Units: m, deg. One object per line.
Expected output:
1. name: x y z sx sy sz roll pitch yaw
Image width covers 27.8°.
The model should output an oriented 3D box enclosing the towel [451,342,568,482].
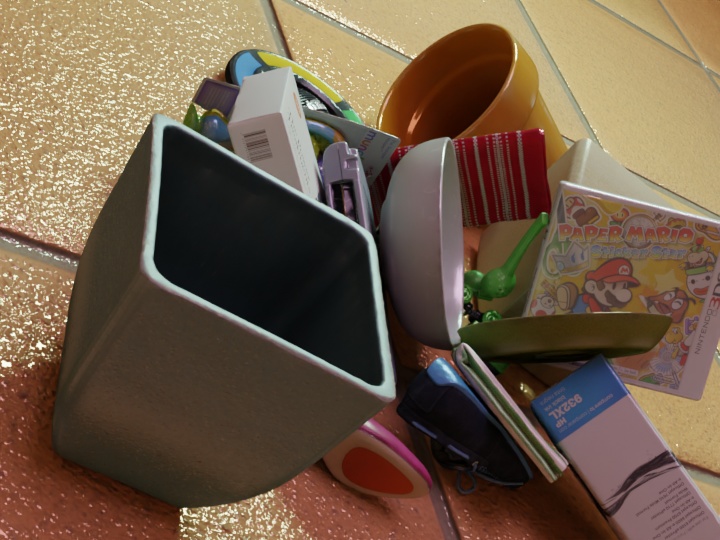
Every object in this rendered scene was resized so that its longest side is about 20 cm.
1. towel: 0.139 0.132 1.345 0.153 0.023 0.200 50 2 10

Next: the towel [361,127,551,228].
1. towel: 0.093 -0.083 1.473 0.145 0.199 0.023 76 7 -56

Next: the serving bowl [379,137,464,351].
1. serving bowl: 0.056 -0.024 1.369 0.065 0.201 0.200 -1 27 10

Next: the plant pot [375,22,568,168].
1. plant pot: 0.151 -0.157 1.724 0.183 0.200 0.201 43 22 -34

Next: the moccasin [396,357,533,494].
1. moccasin: 0.088 0.145 1.301 0.200 0.068 0.081 49 2 -42

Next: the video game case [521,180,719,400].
1. video game case: 0.270 0.022 1.453 0.199 0.183 0.023 14 11 -4

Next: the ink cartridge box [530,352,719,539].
1. ink cartridge box: 0.247 0.186 1.356 0.200 0.084 0.145 56 0 11

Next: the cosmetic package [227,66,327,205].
1. cosmetic package: -0.061 -0.061 1.268 0.151 0.051 0.201 -94 170 -68

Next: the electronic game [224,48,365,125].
1. electronic game: -0.064 -0.172 1.603 0.200 0.042 0.200 32 28 -19

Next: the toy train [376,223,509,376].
1. toy train: 0.083 0.032 1.483 0.200 0.042 0.056 43 64 -3

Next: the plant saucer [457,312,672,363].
1. plant saucer: 0.190 0.065 1.347 0.200 0.199 0.031 7 77 -48

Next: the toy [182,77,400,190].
1. toy: -0.076 -0.106 1.383 0.199 0.115 0.047 19 50 -16

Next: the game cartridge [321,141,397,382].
1. game cartridge: 0.000 0.000 1.319 0.133 0.041 0.201 61 20 -68

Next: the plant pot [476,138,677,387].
1. plant pot: 0.240 0.020 1.574 0.200 0.200 0.177 36 41 -9

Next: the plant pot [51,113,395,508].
1. plant pot: -0.117 0.053 1.029 0.196 0.200 0.196 28 29 -24

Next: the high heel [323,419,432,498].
1. high heel: -0.019 0.111 1.213 0.200 0.067 0.096 34 38 -7

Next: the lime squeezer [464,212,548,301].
1. lime squeezer: 0.125 -0.002 1.504 0.038 0.200 0.071 -9 84 -34
